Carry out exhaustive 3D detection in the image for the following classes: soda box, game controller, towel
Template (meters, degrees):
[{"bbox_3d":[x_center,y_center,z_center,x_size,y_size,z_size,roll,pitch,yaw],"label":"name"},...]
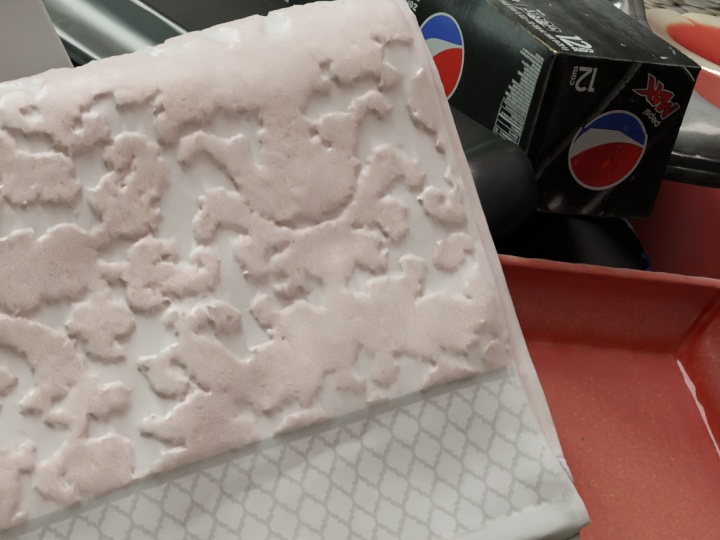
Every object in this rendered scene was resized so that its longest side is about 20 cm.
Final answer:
[{"bbox_3d":[0.040,-0.091,1.064,0.071,0.063,0.200,3,26,-33],"label":"soda box"},{"bbox_3d":[-0.034,-0.058,0.966,0.200,0.042,0.104,35,30,27],"label":"game controller"},{"bbox_3d":[-0.044,0.022,0.841,0.200,0.191,0.032,-16,-10,-26],"label":"towel"}]

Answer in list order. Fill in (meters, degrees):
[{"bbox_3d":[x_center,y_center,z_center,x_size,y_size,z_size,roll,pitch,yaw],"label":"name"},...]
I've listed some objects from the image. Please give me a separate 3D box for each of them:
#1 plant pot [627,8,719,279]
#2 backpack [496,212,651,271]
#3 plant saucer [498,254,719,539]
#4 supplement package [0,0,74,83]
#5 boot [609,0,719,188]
[{"bbox_3d":[0.155,-0.005,1.200,0.200,0.178,0.200,17,16,-5],"label":"plant pot"},{"bbox_3d":[0.000,0.000,1.080,0.200,0.135,0.183,2,27,-39],"label":"backpack"},{"bbox_3d":[0.081,0.086,0.950,0.199,0.037,0.200,6,51,-36],"label":"plant saucer"},{"bbox_3d":[-0.192,-0.057,0.922,0.120,0.121,0.200,-37,27,-26],"label":"supplement package"},{"bbox_3d":[0.097,-0.116,1.111,0.070,0.132,0.200,11,14,-44],"label":"boot"}]
